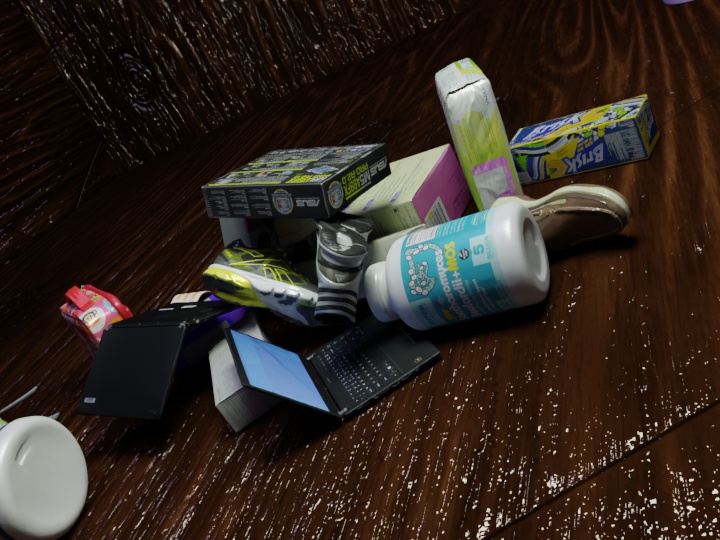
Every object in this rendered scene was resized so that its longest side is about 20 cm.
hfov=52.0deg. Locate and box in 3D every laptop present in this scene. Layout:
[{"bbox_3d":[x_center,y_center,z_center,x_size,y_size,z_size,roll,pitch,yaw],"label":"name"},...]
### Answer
[{"bbox_3d":[-0.039,0.081,0.848,0.198,0.104,0.177,-32,22,-7],"label":"laptop"},{"bbox_3d":[-0.265,0.115,1.012,0.175,0.105,0.199,-4,10,35],"label":"laptop"}]

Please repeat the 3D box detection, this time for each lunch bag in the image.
[{"bbox_3d":[-0.401,0.097,1.162,0.082,0.178,0.199,-42,26,-23],"label":"lunch bag"}]

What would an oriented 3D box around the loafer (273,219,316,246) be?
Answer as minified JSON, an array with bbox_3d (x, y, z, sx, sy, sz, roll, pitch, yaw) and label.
[{"bbox_3d":[-0.060,-0.115,1.086,0.075,0.069,0.200,-8,30,41],"label":"loafer"}]

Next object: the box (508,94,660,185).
[{"bbox_3d":[0.307,-0.179,1.038,0.198,0.065,0.070,-8,30,42],"label":"box"}]

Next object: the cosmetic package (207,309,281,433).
[{"bbox_3d":[-0.149,0.124,0.957,0.082,0.051,0.200,-33,22,-3],"label":"cosmetic package"}]

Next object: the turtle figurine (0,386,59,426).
[{"bbox_3d":[-0.603,0.267,1.185,0.142,0.200,0.196,23,75,29],"label":"turtle figurine"}]

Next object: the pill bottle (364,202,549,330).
[{"bbox_3d":[0.104,0.003,0.832,0.197,0.112,0.111,-17,24,29],"label":"pill bottle"}]

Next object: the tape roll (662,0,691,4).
[{"bbox_3d":[0.705,-0.617,1.496,0.197,0.066,0.201,-24,23,11],"label":"tape roll"}]

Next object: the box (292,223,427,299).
[{"bbox_3d":[0.000,0.000,0.999,0.197,0.070,0.082,-16,5,29],"label":"box"}]

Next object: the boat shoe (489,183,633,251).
[{"bbox_3d":[0.221,-0.046,0.863,0.075,0.075,0.201,-54,24,-22],"label":"boat shoe"}]

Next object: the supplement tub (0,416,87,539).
[{"bbox_3d":[-0.446,0.270,0.885,0.197,0.146,0.145,-21,23,20],"label":"supplement tub"}]

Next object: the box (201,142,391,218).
[{"bbox_3d":[-0.082,-0.117,0.960,0.197,0.045,0.160,2,27,33],"label":"box"}]

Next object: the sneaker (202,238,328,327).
[{"bbox_3d":[-0.107,0.008,0.971,0.196,0.075,0.086,16,59,8],"label":"sneaker"}]

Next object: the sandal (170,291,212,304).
[{"bbox_3d":[-0.311,0.078,1.250,0.204,0.060,0.080,-22,23,18],"label":"sandal"}]

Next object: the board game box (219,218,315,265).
[{"bbox_3d":[-0.121,-0.077,1.131,0.063,0.150,0.199,11,31,33],"label":"board game box"}]

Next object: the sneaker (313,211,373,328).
[{"bbox_3d":[-0.032,-0.001,0.891,0.074,0.118,0.201,11,18,-2],"label":"sneaker"}]

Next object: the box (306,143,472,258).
[{"bbox_3d":[0.043,-0.085,1.116,0.197,0.098,0.177,-13,27,34],"label":"box"}]

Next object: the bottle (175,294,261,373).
[{"bbox_3d":[-0.219,0.074,1.136,0.199,0.066,0.083,-36,26,-16],"label":"bottle"}]

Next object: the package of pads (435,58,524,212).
[{"bbox_3d":[0.164,-0.179,1.028,0.067,0.203,0.155,-19,23,8],"label":"package of pads"}]
